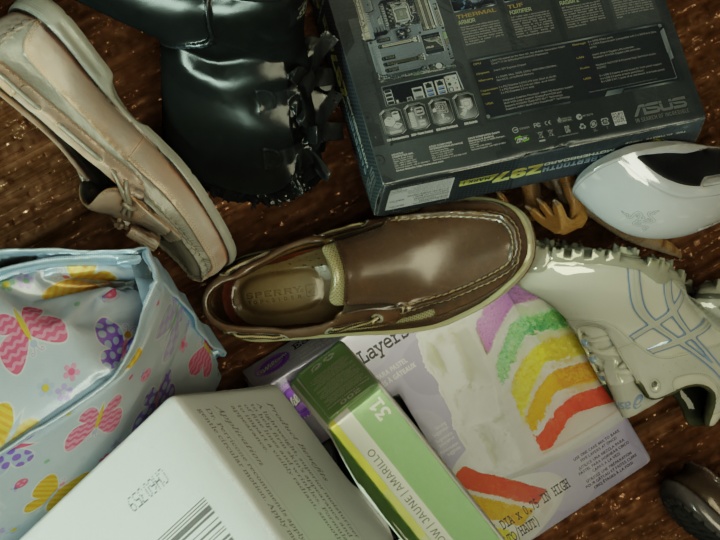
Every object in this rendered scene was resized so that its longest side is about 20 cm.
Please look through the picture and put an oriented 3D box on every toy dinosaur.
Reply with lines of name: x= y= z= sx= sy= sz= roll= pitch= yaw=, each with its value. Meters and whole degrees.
toy dinosaur: x=0.129 y=-0.056 z=1.675 sx=0.200 sy=0.060 sz=0.106 roll=49 pitch=51 yaw=-13

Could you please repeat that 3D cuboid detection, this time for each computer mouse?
computer mouse: x=0.211 y=-0.042 z=1.661 sx=0.200 sy=0.110 sz=0.044 roll=-2 pitch=67 yaw=-36

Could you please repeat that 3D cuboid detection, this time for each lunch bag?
lunch bag: x=-0.182 y=0.069 z=1.580 sx=0.200 sy=0.170 sz=0.127 roll=-32 pitch=69 yaw=-1

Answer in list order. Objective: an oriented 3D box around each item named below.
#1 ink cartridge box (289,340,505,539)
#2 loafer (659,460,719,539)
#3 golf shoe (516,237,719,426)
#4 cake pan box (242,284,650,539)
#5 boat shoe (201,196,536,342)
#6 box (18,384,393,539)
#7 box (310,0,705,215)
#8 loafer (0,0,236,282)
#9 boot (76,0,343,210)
ink cartridge box: x=0.035 y=0.130 z=1.586 sx=0.048 sy=0.200 sz=0.146 roll=-39 pitch=109 yaw=-2
loafer: x=0.280 y=0.162 z=1.779 sx=0.200 sy=0.073 sz=0.071 roll=27 pitch=85 yaw=-22
golf shoe: x=0.165 y=0.039 z=1.680 sx=0.200 sy=0.078 sz=0.097 roll=19 pitch=83 yaw=-34
cake pan box: x=0.051 y=0.093 z=1.713 sx=0.200 sy=0.052 sz=0.184 roll=-31 pitch=106 yaw=-5
boat shoe: x=0.001 y=0.006 z=1.621 sx=0.202 sy=0.075 sz=0.075 roll=-17 pitch=86 yaw=20
box: x=-0.085 y=0.201 z=1.565 sx=0.200 sy=0.131 sz=0.199 roll=-44 pitch=72 yaw=20
box: x=0.084 y=-0.129 z=1.628 sx=0.200 sy=0.051 sz=0.158 roll=-12 pitch=70 yaw=-11
loafer: x=-0.153 y=-0.065 z=1.608 sx=0.063 sy=0.072 sz=0.200 roll=-44 pitch=109 yaw=-23
boot: x=-0.105 y=-0.127 z=1.603 sx=0.198 sy=0.073 sz=0.163 roll=12 pitch=131 yaw=20
